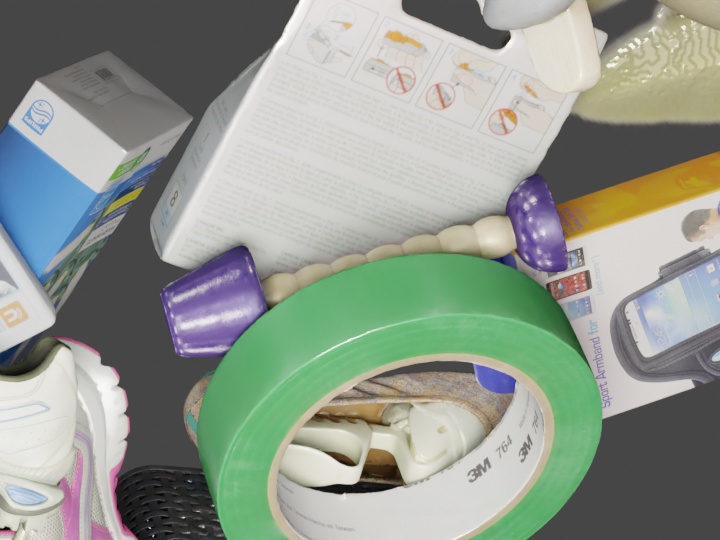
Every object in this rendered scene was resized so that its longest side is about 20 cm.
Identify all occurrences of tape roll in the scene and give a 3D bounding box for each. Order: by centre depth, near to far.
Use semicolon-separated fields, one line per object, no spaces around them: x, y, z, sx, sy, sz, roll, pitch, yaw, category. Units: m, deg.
0.020;0.080;1.493;0.200;0.048;0.201;-11;134;-11;tape roll

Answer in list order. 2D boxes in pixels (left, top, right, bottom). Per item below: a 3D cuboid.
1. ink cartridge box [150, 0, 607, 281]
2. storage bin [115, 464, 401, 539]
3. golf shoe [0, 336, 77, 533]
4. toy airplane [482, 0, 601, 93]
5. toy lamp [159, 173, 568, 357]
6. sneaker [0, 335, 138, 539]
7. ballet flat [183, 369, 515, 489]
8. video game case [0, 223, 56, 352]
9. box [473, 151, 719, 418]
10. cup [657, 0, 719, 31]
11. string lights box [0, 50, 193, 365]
0.008;-0.070;1.504;0.160;0.047;0.200;20;111;-23;ink cartridge box
-0.044;0.191;1.618;0.200;0.094;0.135;5;119;-17;storage bin
-0.224;0.054;1.360;0.200;0.078;0.097;10;101;-24;golf shoe
0.065;-0.207;1.344;0.141;0.200;0.199;-1;120;-54;toy airplane
0.000;0.000;1.484;0.200;0.058;0.058;-16;123;-7;toy lamp
-0.162;0.138;1.497;0.088;0.081;0.200;-23;110;-39;sneaker
0.006;0.092;1.584;0.200;0.067;0.068;0;120;-14;ballet flat
-0.264;-0.011;1.354;0.182;0.023;0.200;-28;121;5;video game case
0.154;0.010;1.575;0.200;0.041;0.119;-20;123;-11;box
0.211;-0.186;1.422;0.200;0.143;0.200;-6;122;-10;cup
-0.172;-0.007;1.456;0.059;0.103;0.200;38;109;5;string lights box
